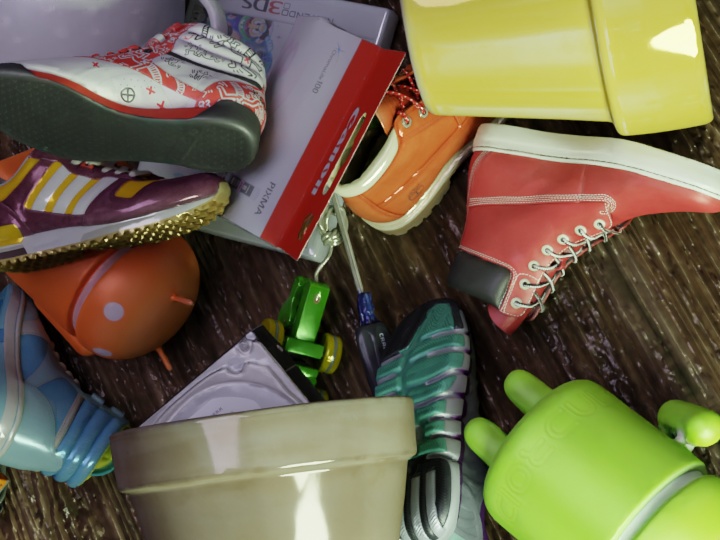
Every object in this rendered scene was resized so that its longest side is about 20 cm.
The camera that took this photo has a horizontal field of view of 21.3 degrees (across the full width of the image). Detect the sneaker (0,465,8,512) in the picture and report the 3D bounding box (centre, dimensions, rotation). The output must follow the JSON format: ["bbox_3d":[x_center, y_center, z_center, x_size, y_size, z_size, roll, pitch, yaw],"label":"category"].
[{"bbox_3d":[-0.326,0.191,1.522,0.079,0.074,0.200,14,85,23],"label":"sneaker"}]

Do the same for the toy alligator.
[{"bbox_3d":[-0.048,0.049,1.426,0.054,0.059,0.200,1,76,68],"label":"toy alligator"}]

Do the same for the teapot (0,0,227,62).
[{"bbox_3d":[-0.221,-0.173,1.486,0.197,0.200,0.146,-2,78,-19],"label":"teapot"}]

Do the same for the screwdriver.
[{"bbox_3d":[0.000,0.000,1.401,0.029,0.028,0.200,-11,88,-2],"label":"screwdriver"}]

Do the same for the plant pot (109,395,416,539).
[{"bbox_3d":[-0.054,0.178,1.238,0.200,0.200,0.174,-10,84,24],"label":"plant pot"}]

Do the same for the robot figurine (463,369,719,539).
[{"bbox_3d":[0.162,0.151,1.260,0.200,0.116,0.175,38,85,27],"label":"robot figurine"}]

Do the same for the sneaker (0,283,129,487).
[{"bbox_3d":[-0.242,0.098,1.503,0.080,0.131,0.200,-52,25,26],"label":"sneaker"}]

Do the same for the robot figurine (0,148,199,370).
[{"bbox_3d":[-0.204,-0.013,1.472,0.200,0.117,0.144,42,93,19],"label":"robot figurine"}]

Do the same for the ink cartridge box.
[{"bbox_3d":[-0.044,-0.099,1.359,0.057,0.200,0.163,27,92,-10],"label":"ink cartridge box"}]

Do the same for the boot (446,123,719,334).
[{"bbox_3d":[0.155,-0.019,1.329,0.200,0.072,0.144,8,83,36],"label":"boot"}]

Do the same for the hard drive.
[{"bbox_3d":[-0.061,0.159,1.374,0.140,0.038,0.200,-39,89,14],"label":"hard drive"}]

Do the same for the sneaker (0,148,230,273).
[{"bbox_3d":[-0.192,-0.059,1.377,0.200,0.075,0.090,-13,83,15],"label":"sneaker"}]

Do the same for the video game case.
[{"bbox_3d":[-0.079,-0.121,1.491,0.182,0.024,0.200,15,86,29],"label":"video game case"}]

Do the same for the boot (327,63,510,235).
[{"bbox_3d":[0.050,-0.122,1.382,0.075,0.107,0.200,36,94,30],"label":"boot"}]

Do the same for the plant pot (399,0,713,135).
[{"bbox_3d":[0.128,-0.183,1.281,0.189,0.201,0.201,-8,75,11],"label":"plant pot"}]

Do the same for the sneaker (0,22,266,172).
[{"bbox_3d":[-0.165,-0.132,1.365,0.201,0.067,0.108,9,42,-2],"label":"sneaker"}]

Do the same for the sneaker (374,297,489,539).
[{"bbox_3d":[0.059,0.118,1.355,0.074,0.088,0.200,-18,48,29],"label":"sneaker"}]
